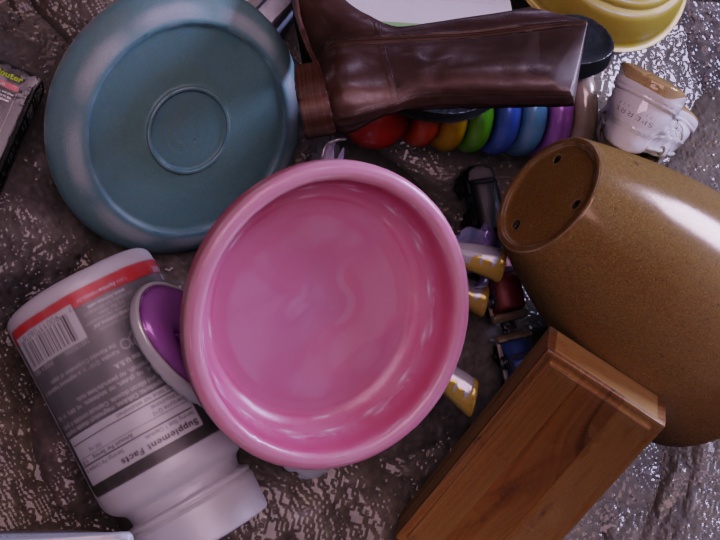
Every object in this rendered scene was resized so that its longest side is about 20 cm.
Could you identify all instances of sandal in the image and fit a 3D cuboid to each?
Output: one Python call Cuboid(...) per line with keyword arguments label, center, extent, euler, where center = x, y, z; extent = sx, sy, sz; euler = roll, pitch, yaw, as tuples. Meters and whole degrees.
Cuboid(label="sandal", center=(0.102, -0.163, 1.044), extent=(0.199, 0.048, 0.076), euler=(-21, 54, -26))
Cuboid(label="sandal", center=(-0.076, 0.066, 0.965), extent=(0.202, 0.050, 0.083), euler=(42, 30, -35))

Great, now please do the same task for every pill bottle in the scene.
Cuboid(label="pill bottle", center=(-0.152, 0.098, 0.982), extent=(0.113, 0.114, 0.201), euler=(-28, 88, -17))

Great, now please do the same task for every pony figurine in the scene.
Cuboid(label="pony figurine", center=(0.000, 0.000, 1.023), extent=(0.198, 0.167, 0.195), euler=(11, 99, -3))

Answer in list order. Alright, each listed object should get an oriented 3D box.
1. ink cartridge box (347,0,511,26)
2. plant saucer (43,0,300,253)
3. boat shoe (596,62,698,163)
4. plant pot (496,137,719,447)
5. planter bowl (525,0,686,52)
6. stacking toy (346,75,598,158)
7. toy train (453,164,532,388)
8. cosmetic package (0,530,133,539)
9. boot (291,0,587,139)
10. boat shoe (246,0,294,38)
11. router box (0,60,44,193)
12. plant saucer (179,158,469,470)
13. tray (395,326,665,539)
Cuboid(label="ink cartridge box", center=(0.040, -0.260, 1.132), extent=(0.144, 0.048, 0.202), euler=(1, 63, -14))
Cuboid(label="plant saucer", center=(-0.127, -0.104, 1.015), extent=(0.198, 0.027, 0.202), euler=(-12, 115, -26))
Cuboid(label="boat shoe", center=(0.212, -0.109, 1.085), extent=(0.070, 0.200, 0.070), euler=(30, 97, 16))
Cuboid(label="plant pot", center=(0.194, -0.002, 1.014), extent=(0.199, 0.186, 0.188), euler=(35, 72, -30))
Cuboid(label="planter bowl", center=(0.207, -0.285, 1.132), extent=(0.198, 0.083, 0.203), euler=(9, 68, -24))
Cuboid(label="stacking toy", center=(0.079, -0.123, 1.081), extent=(0.198, 0.085, 0.086), euler=(-4, 80, -23))
Cuboid(label="toy train", center=(0.111, 0.014, 1.096), extent=(0.034, 0.046, 0.202), euler=(-10, 82, -15))
Cuboid(label="cosmetic package", center=(-0.232, 0.250, 0.889), extent=(0.165, 0.200, 0.169), euler=(1, 80, -13))
Cuboid(label="boot", center=(0.053, -0.166, 0.983), extent=(0.197, 0.065, 0.188), euler=(-10, 48, 4))
Cuboid(label="boat shoe", center=(-0.122, -0.177, 1.069), extent=(0.086, 0.075, 0.202), euler=(43, 82, 2))
Cuboid(label="router box", center=(-0.345, -0.102, 0.999), extent=(0.198, 0.062, 0.151), euler=(23, 76, -8))
Cuboid(label="plant saucer", center=(-0.026, 0.027, 0.918), extent=(0.198, 0.051, 0.203), euler=(-5, 103, -24))
Cuboid(label="tray", center=(0.119, 0.145, 1.012), extent=(0.098, 0.037, 0.201), euler=(32, 118, -5))
